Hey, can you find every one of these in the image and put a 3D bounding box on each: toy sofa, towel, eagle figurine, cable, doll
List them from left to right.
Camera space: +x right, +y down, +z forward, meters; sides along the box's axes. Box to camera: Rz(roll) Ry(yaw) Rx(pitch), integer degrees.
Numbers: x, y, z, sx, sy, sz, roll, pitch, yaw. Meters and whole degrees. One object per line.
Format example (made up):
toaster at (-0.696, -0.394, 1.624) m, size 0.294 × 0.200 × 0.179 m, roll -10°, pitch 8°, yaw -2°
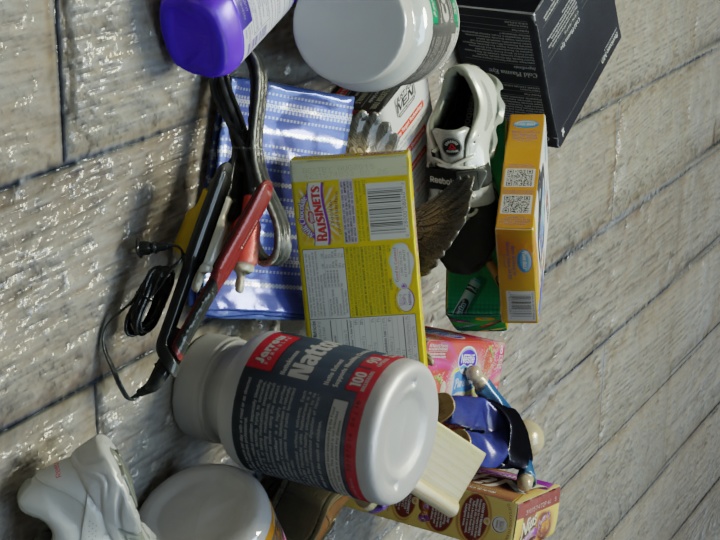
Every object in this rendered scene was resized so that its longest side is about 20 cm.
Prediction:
cable at (-0.096, -0.080, 1.290) m, size 0.050 × 0.097 × 0.201 m, roll -4°, pitch 103°, yaw -61°
towel at (-0.072, -0.057, 1.376) m, size 0.145 × 0.024 × 0.201 m, roll 5°, pitch 96°, yaw -42°
eagle figurine at (0.009, -0.023, 1.466) m, size 0.151 × 0.151 × 0.200 m, roll -93°, pitch -170°, yaw -45°
toy sofa at (0.009, 0.158, 1.454) m, size 0.083 × 0.200 × 0.098 m, roll 36°, pitch 83°, yaw -35°
doll at (0.128, 0.156, 1.604) m, size 0.200 × 0.048 × 0.137 m, roll 17°, pitch 45°, yaw -56°

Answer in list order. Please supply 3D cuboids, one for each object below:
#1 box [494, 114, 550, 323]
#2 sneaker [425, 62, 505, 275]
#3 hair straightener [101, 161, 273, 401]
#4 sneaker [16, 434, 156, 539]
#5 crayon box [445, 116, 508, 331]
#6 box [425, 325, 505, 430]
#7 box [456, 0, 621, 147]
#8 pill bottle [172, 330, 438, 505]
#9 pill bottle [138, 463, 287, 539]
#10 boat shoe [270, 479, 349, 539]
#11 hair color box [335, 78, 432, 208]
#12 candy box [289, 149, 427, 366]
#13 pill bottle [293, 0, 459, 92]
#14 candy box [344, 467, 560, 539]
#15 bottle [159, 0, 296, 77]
box at (0.159, -0.059, 1.580) m, size 0.200 × 0.041 × 0.119 m, roll -75°, pitch 162°, yaw -46°
sneaker at (0.089, -0.098, 1.538) m, size 0.088 × 0.074 × 0.201 m, roll 18°, pitch 72°, yaw -66°
hair straightener at (-0.143, 0.006, 1.260) m, size 0.200 × 0.077 × 0.041 m, roll -64°, pitch 172°, yaw 1°
sneaker at (-0.199, 0.219, 1.219) m, size 0.078 × 0.099 × 0.201 m, roll -120°, pitch -169°, yaw -65°
crayon box at (0.121, -0.045, 1.646) m, size 0.119 × 0.058 × 0.201 m, roll 49°, pitch 42°, yaw -78°
box at (0.060, 0.108, 1.657) m, size 0.200 × 0.099 × 0.096 m, roll 6°, pitch 94°, yaw -62°
box at (0.192, -0.268, 1.766) m, size 0.200 × 0.104 × 0.182 m, roll -57°, pitch 145°, yaw -35°
pill bottle at (-0.049, 0.113, 1.339) m, size 0.120 × 0.199 × 0.120 m, roll -32°, pitch 127°, yaw -55°
pill bottle at (-0.108, 0.264, 1.373) m, size 0.117 × 0.116 × 0.200 m, roll -58°, pitch 146°, yaw -35°
boat shoe at (-0.053, 0.216, 1.529) m, size 0.200 × 0.072 × 0.068 m, roll -45°, pitch 165°, yaw -56°
hair color box at (0.029, -0.098, 1.562) m, size 0.102 × 0.061 × 0.200 m, roll -54°, pitch 145°, yaw -42°
candy box at (0.000, 0.000, 1.383) m, size 0.026 × 0.102 × 0.201 m, roll -62°, pitch 149°, yaw -72°
pill bottle at (0.014, -0.209, 1.388) m, size 0.200 × 0.113 × 0.114 m, roll -36°, pitch 132°, yaw -74°
candy box at (0.087, 0.226, 1.641) m, size 0.117 × 0.199 × 0.057 m, roll -3°, pitch 102°, yaw -62°
bottle at (-0.083, -0.236, 1.291) m, size 0.200 × 0.065 × 0.084 m, roll -55°, pitch 151°, yaw -39°
